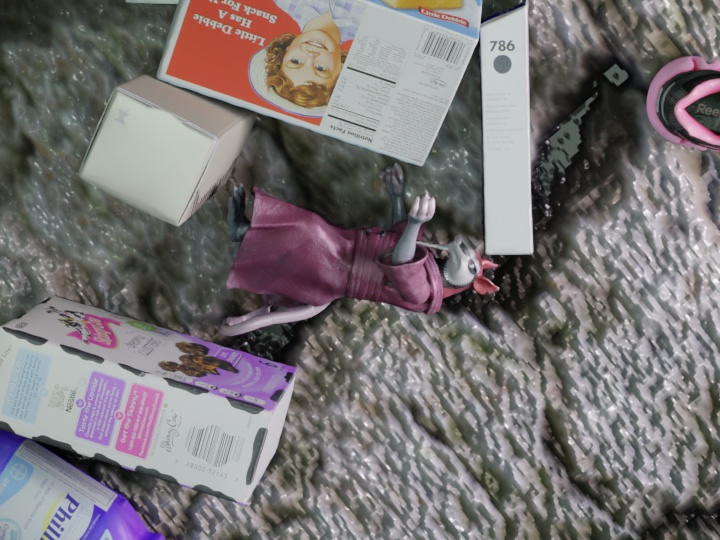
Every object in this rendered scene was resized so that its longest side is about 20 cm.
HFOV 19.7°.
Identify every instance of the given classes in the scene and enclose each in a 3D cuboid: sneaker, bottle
[{"bbox_3d":[0.303,-0.105,1.459,0.198,0.095,0.080,5,97,2],"label":"sneaker"},{"bbox_3d":[-0.208,0.201,1.556,0.199,0.065,0.084,33,98,0],"label":"bottle"}]

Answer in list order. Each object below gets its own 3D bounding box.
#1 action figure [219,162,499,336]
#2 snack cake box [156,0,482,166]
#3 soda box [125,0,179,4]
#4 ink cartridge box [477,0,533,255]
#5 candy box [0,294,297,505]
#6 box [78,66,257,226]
[{"bbox_3d":[0.000,0.000,1.478,0.198,0.134,0.150,13,100,5],"label":"action figure"},{"bbox_3d":[-0.028,-0.162,1.429,0.198,0.067,0.115,18,129,-8],"label":"snack cake box"},{"bbox_3d":[-0.066,-0.220,1.485,0.198,0.068,0.064,2,99,4],"label":"soda box"},{"bbox_3d":[0.102,-0.116,1.471,0.039,0.099,0.202,0,97,3],"label":"ink cartridge box"},{"bbox_3d":[-0.155,0.088,1.485,0.198,0.168,0.072,17,99,2],"label":"candy box"},{"bbox_3d":[-0.129,-0.091,1.441,0.082,0.200,0.069,27,102,1],"label":"box"}]
